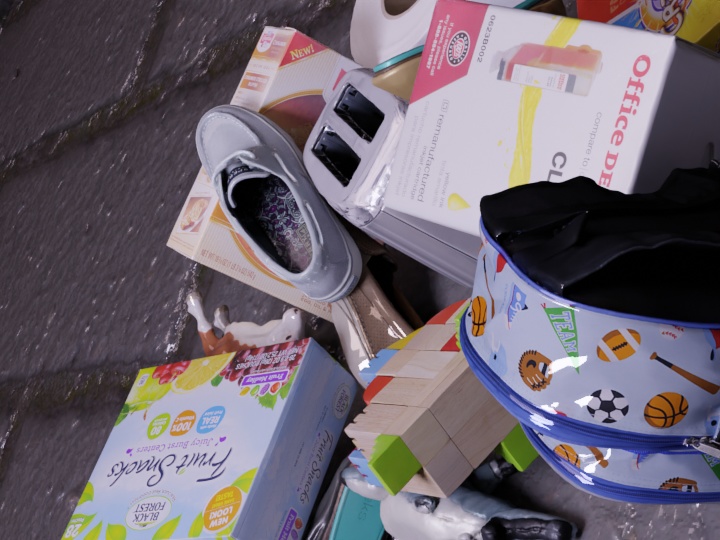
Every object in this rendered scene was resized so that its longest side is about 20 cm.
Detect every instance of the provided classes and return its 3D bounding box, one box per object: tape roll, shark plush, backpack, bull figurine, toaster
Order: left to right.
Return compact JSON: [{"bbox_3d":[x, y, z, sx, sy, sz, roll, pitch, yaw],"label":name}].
[{"bbox_3d":[-0.111,0.093,1.417,0.122,0.065,0.201,54,130,36],"label":"bull figurine"},{"bbox_3d":[0.042,-0.076,1.236,0.114,0.129,0.200,-59,25,11],"label":"toaster"},{"bbox_3d":[0.074,-0.244,1.396,0.202,0.070,0.203,-45,31,38],"label":"tape roll"},{"bbox_3d":[0.064,0.140,1.077,0.083,0.091,0.200,-40,10,-22],"label":"shark plush"},{"bbox_3d":[0.147,0.028,0.864,0.200,0.189,0.155,-130,51,-63],"label":"backpack"}]

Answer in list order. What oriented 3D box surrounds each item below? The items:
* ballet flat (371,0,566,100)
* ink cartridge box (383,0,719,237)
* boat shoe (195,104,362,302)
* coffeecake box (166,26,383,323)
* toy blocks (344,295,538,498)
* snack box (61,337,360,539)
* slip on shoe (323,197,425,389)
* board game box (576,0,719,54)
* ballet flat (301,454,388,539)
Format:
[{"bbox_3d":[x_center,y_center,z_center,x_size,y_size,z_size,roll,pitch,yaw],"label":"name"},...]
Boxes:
[{"bbox_3d":[0.089,-0.144,1.171,0.200,0.063,0.068,-29,8,-41],"label":"ballet flat"},{"bbox_3d":[0.124,-0.082,1.043,0.199,0.083,0.146,19,95,45],"label":"ink cartridge box"},{"bbox_3d":[-0.072,-0.061,1.254,0.070,0.071,0.201,-44,60,10],"label":"boat shoe"},{"bbox_3d":[-0.045,-0.077,1.380,0.201,0.153,0.073,-66,26,-1],"label":"coffeecake box"},{"bbox_3d":[0.056,0.070,1.071,0.200,0.100,0.136,-45,17,-22],"label":"toy blocks"},{"bbox_3d":[-0.113,0.146,1.244,0.199,0.068,0.169,-13,45,44],"label":"snack box"},{"bbox_3d":[0.000,0.000,1.277,0.060,0.076,0.201,-36,54,21],"label":"slip on shoe"},{"bbox_3d":[0.222,-0.188,1.085,0.200,0.040,0.154,-43,33,39],"label":"board game box"},{"bbox_3d":[-0.024,0.222,1.184,0.201,0.068,0.068,-64,13,-21],"label":"ballet flat"}]
